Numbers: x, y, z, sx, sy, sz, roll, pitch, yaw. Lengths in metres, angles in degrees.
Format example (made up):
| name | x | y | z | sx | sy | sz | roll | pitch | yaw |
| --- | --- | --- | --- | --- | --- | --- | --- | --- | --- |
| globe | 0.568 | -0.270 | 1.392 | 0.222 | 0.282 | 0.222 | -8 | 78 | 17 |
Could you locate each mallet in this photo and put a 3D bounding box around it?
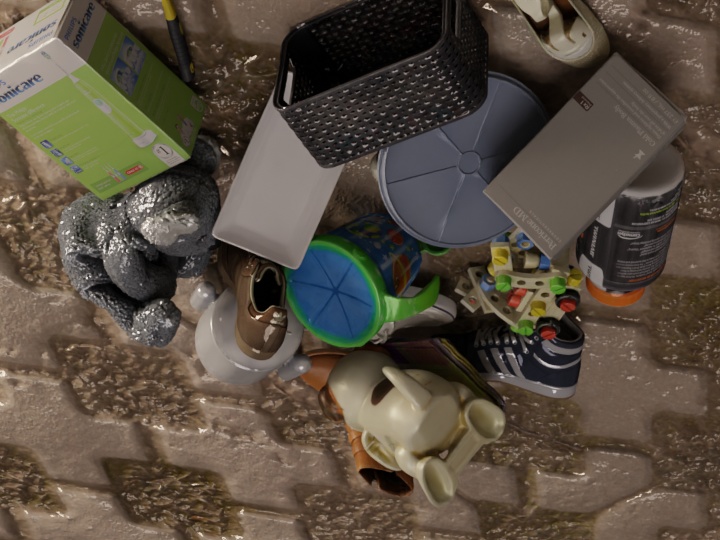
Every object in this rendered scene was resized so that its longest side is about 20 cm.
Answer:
| name | x | y | z | sx | sy | sz | roll | pitch | yaw |
| --- | --- | --- | --- | --- | --- | --- | --- | --- | --- |
| mallet | -0.198 | -0.260 | 1.553 | 0.041 | 0.066 | 0.201 | 0 | 138 | 8 |

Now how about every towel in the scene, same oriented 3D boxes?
| name | x | y | z | sx | sy | sz | roll | pitch | yaw |
| --- | --- | --- | --- | --- | --- | --- | --- | --- | --- |
| towel | 0.086 | 0.130 | 1.902 | 0.144 | 0.023 | 0.200 | 45 | 157 | -21 |

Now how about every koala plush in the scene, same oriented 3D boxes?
| name | x | y | z | sx | sy | sz | roll | pitch | yaw |
| --- | --- | --- | --- | --- | --- | --- | --- | --- | --- |
| koala plush | -0.229 | -0.051 | 1.712 | 0.183 | 0.178 | 0.200 | 35 | 134 | -16 |

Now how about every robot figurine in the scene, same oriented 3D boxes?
| name | x | y | z | sx | sy | sz | roll | pitch | yaw |
| --- | --- | --- | --- | --- | --- | --- | --- | --- | --- |
| robot figurine | -0.135 | 0.074 | 1.848 | 0.169 | 0.113 | 0.200 | 34 | 157 | -7 |

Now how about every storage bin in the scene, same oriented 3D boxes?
| name | x | y | z | sx | sy | sz | roll | pitch | yaw |
| --- | --- | --- | --- | --- | --- | --- | --- | --- | --- |
| storage bin | 0.022 | -0.204 | 1.539 | 0.199 | 0.136 | 0.094 | -20 | 132 | 25 |

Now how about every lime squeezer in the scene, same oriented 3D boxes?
| name | x | y | z | sx | sy | sz | roll | pitch | yaw |
| --- | --- | --- | --- | --- | --- | --- | --- | --- | --- |
| lime squeezer | 0.090 | -0.018 | 1.809 | 0.070 | 0.038 | 0.200 | 34 | 129 | -28 |

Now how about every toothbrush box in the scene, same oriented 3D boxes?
| name | x | y | z | sx | sy | sz | roll | pitch | yaw |
| --- | --- | --- | --- | --- | --- | --- | --- | --- | --- |
| toothbrush box | -0.288 | -0.185 | 1.619 | 0.145 | 0.086 | 0.200 | -22 | 132 | 36 |

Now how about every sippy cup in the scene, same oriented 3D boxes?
| name | x | y | z | sx | sy | sz | roll | pitch | yaw |
| --- | --- | --- | --- | --- | --- | --- | --- | --- | --- |
| sippy cup | 0.000 | 0.000 | 1.752 | 0.178 | 0.130 | 0.140 | 46 | 132 | 5 |

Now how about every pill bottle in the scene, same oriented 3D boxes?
| name | x | y | z | sx | sy | sz | roll | pitch | yaw |
| --- | --- | --- | --- | --- | --- | --- | --- | --- | --- |
| pill bottle | 0.298 | -0.050 | 1.702 | 0.106 | 0.107 | 0.201 | 3 | 137 | 2 |

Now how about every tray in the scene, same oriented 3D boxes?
| name | x | y | z | sx | sy | sz | roll | pitch | yaw |
| --- | --- | --- | --- | --- | --- | --- | --- | --- | --- |
| tray | -0.078 | -0.111 | 1.669 | 0.107 | 0.022 | 0.201 | 22 | 100 | -13 |

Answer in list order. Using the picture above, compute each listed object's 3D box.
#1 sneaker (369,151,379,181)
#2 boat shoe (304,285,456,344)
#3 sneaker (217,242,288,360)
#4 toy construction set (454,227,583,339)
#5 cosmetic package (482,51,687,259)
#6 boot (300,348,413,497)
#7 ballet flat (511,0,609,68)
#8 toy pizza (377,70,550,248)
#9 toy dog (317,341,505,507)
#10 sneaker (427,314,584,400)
| name | x | y | z | sx | sy | sz | roll | pitch | yaw |
| --- | --- | --- | --- | --- | --- | --- | --- | --- | --- |
| sneaker | 0.117 | -0.121 | 1.672 | 0.199 | 0.070 | 0.100 | 13 | 131 | -11 |
| boat shoe | 0.017 | 0.058 | 1.855 | 0.199 | 0.070 | 0.071 | 6 | 155 | 7 |
| sneaker | -0.110 | 0.008 | 1.713 | 0.070 | 0.201 | 0.076 | 13 | 130 | -28 |
| toy construction set | 0.183 | 0.018 | 1.760 | 0.130 | 0.093 | 0.200 | 12 | 159 | -11 |
| cosmetic package | 0.232 | -0.115 | 1.570 | 0.107 | 0.090 | 0.200 | 43 | 95 | 8 |
| boot | -0.004 | 0.199 | 1.965 | 0.200 | 0.156 | 0.077 | 33 | 131 | -27 |
| ballet flat | 0.186 | -0.258 | 1.521 | 0.067 | 0.063 | 0.200 | -25 | 130 | 29 |
| toy pizza | 0.112 | -0.120 | 1.620 | 0.199 | 0.032 | 0.201 | -7 | 116 | -14 |
| toy dog | 0.038 | 0.169 | 1.830 | 0.200 | 0.140 | 0.194 | 24 | 169 | 47 |
| sneaker | 0.183 | 0.087 | 1.893 | 0.199 | 0.070 | 0.109 | 14 | 127 | 3 |
